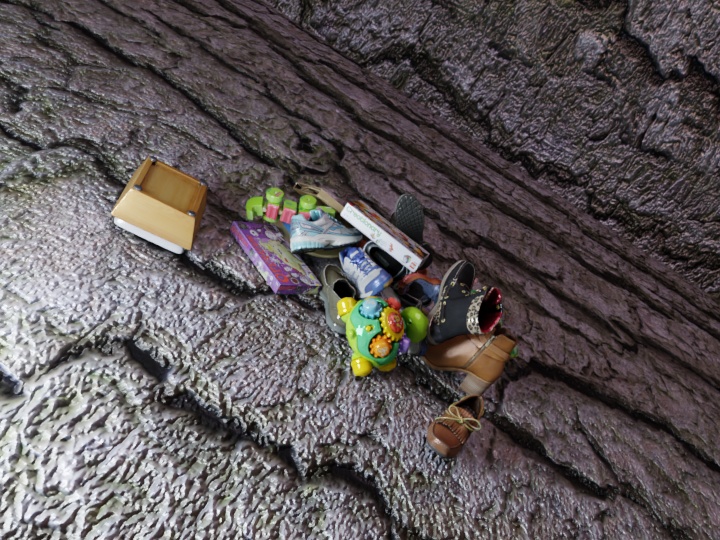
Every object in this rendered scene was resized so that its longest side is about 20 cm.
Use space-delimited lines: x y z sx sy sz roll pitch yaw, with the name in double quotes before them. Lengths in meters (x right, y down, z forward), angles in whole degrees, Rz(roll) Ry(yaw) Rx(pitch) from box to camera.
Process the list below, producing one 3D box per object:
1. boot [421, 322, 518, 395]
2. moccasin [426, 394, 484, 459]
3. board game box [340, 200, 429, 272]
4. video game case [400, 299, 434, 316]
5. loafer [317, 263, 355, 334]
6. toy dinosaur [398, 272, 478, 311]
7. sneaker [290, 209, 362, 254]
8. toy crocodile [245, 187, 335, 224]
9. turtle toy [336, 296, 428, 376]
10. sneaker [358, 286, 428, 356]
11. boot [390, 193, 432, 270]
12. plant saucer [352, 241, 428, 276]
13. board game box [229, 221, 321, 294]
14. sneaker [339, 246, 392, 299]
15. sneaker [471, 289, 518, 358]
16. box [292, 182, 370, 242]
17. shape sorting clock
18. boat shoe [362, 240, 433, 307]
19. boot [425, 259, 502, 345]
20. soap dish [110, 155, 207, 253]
"boot" 0.209 0.146 1.546 0.199 0.157 0.076 40 26 16
"moccasin" 0.177 0.276 1.365 0.073 0.079 0.200 41 26 20
"board game box" 0.055 -0.076 1.630 0.198 0.035 0.126 38 14 5
"video game case" 0.140 0.094 1.722 0.198 0.023 0.182 39 25 9
"loafer" -0.037 0.045 1.536 0.074 0.071 0.202 20 28 -25
"toy dinosaur" 0.156 0.046 1.635 0.182 0.103 0.203 49 42 -28
"sneaker" -0.069 -0.089 1.613 0.197 0.076 0.089 -8 87 -48
"toy crocodile" -0.151 -0.126 1.641 0.194 0.069 0.062 10 35 -12
"turtle toy" 0.048 0.109 1.423 0.197 0.100 0.150 -1 71 -50
"sneaker" 0.061 0.110 1.553 0.083 0.079 0.200 -4 35 -37
"boot" 0.100 -0.105 1.765 0.066 0.204 0.131 -25 35 -11
"plant saucer" 0.063 -0.014 1.773 0.195 0.033 0.201 18 19 -6
"board game box" -0.174 -0.026 1.557 0.118 0.033 0.201 -2 42 -45
"sneaker" 0.000 0.000 1.573 0.090 0.074 0.199 62 -15 -16
"sneaker" 0.298 0.125 1.778 0.073 0.085 0.201 1 40 -49
"box" -0.054 -0.132 1.758 0.199 0.022 0.163 37 -6 -27
"shape sorting clock" -0.114 -0.088 1.722 0.196 0.040 0.201 23 26 -12
"boat shoe" 0.087 0.010 1.643 0.200 0.074 0.068 47 -3 -12
"boot" 0.215 0.056 1.489 0.073 0.149 0.202 47 57 -21
"soap dish" -0.372 -0.130 1.442 0.154 0.082 0.201 25 24 -15
